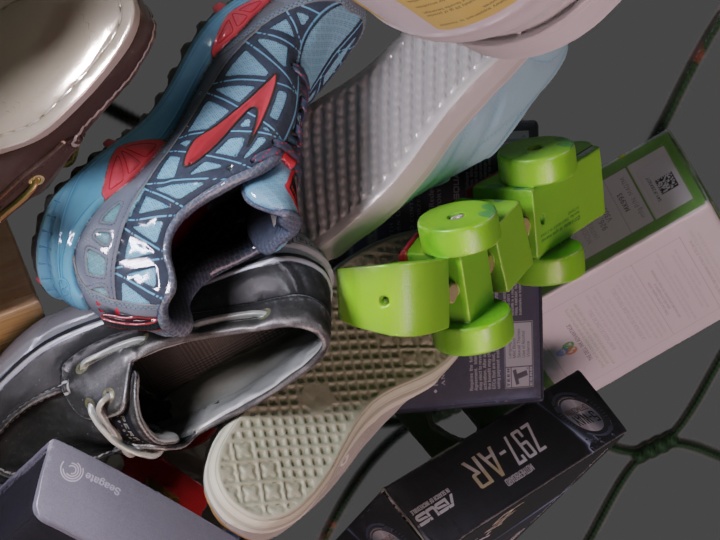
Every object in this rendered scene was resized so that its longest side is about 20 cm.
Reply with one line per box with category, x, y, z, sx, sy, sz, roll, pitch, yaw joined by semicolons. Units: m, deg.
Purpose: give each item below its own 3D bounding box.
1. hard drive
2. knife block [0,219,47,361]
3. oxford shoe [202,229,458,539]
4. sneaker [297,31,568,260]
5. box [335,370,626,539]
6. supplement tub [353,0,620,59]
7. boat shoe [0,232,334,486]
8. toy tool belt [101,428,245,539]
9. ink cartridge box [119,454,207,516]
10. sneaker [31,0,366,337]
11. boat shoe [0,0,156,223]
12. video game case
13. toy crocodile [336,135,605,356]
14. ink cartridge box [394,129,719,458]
hard drive;-0.097;0.169;1.363;0.200;0.042;0.135;34;133;-17
knife block;-0.268;0.047;1.349;0.175;0.064;0.200;14;127;-41
oxford shoe;-0.012;0.054;1.374;0.200;0.075;0.058;-49;177;-32
sneaker;0.026;-0.058;1.373;0.200;0.074;0.082;-41;144;2
box;0.031;0.146;1.515;0.160;0.044;0.200;-28;165;-43
supplement tub;0.021;-0.181;1.185;0.145;0.146;0.200;-41;141;18
boat shoe;-0.101;0.050;1.321;0.200;0.071;0.072;-31;123;17
toy tool belt;-0.103;0.099;1.491;0.125;0.123;0.200;-2;126;-8
ink cartridge box;-0.176;0.141;1.442;0.050;0.161;0.200;-44;165;-47
sneaker;-0.051;-0.046;1.304;0.200;0.095;0.079;-50;147;-15
boat shoe;-0.162;-0.060;1.283;0.200;0.072;0.059;-39;148;21
video game case;0.000;0.000;1.416;0.200;0.019;0.143;-3;94;-27
toy crocodile;0.060;-0.015;1.382;0.200;0.062;0.068;-38;125;-49
ink cartridge box;0.104;0.018;1.537;0.200;0.059;0.104;-31;143;6
